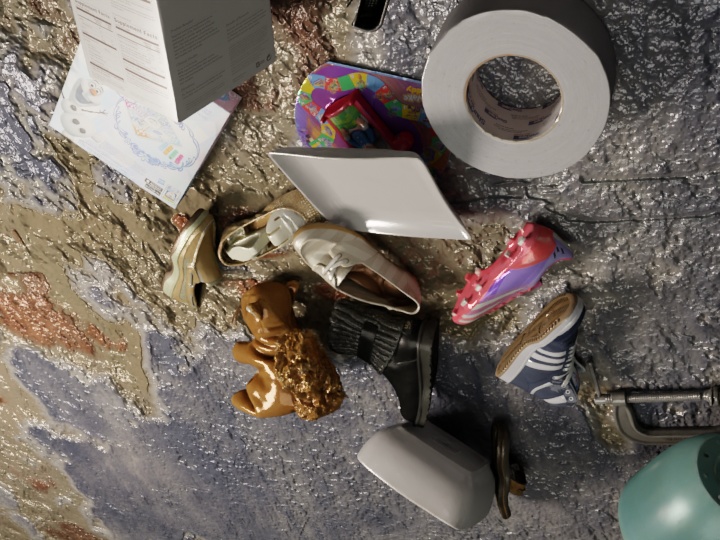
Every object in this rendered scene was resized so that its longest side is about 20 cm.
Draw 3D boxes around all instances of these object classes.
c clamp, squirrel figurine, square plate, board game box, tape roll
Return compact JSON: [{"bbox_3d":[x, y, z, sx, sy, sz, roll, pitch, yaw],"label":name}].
[{"bbox_3d":[0.419,0.190,1.248,0.197,0.027,0.172,-1,132,23],"label":"c clamp"},{"bbox_3d":[-0.102,0.112,1.308,0.199,0.140,0.189,22,125,47],"label":"squirrel figurine"},{"bbox_3d":[0.017,-0.096,1.088,0.197,0.029,0.198,6,158,27],"label":"square plate"},{"bbox_3d":[0.009,-0.158,1.082,0.197,0.039,0.159,14,135,9],"label":"board game box"},{"bbox_3d":[-0.278,-0.202,1.159,0.199,0.044,0.199,34,136,-10],"label":"board game box"},{"bbox_3d":[0.166,-0.197,0.962,0.197,0.067,0.202,12,135,12],"label":"tape roll"}]

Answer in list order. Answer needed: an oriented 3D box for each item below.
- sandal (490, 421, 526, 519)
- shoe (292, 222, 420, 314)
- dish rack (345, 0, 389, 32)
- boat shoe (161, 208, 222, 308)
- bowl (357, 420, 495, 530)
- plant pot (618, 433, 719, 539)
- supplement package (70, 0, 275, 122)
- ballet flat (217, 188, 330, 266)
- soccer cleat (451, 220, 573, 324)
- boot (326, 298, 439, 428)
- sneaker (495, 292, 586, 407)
[{"bbox_3d":[0.233,0.314,1.424,0.054,0.082,0.202,-7,125,-1],"label":"sandal"},{"bbox_3d":[0.000,0.000,1.198,0.198,0.054,0.070,27,119,-21],"label":"shoe"},{"bbox_3d":[-0.048,-0.347,0.919,0.198,0.055,0.154,22,135,3],"label":"dish rack"},{"bbox_3d":[-0.227,-0.011,1.297,0.076,0.072,0.200,37,146,4],"label":"boat shoe"},{"bbox_3d":[0.111,0.291,1.366,0.199,0.199,0.075,30,97,21],"label":"bowl"},{"bbox_3d":[0.468,0.313,1.214,0.198,0.202,0.162,20,139,3],"label":"plant pot"},{"bbox_3d":[-0.197,-0.294,0.934,0.150,0.152,0.202,28,141,28],"label":"supplement package"},{"bbox_3d":[-0.118,-0.050,1.220,0.199,0.066,0.071,-26,118,38],"label":"ballet flat"},{"bbox_3d":[0.186,0.016,1.159,0.076,0.067,0.200,27,133,-11],"label":"soccer cleat"},{"bbox_3d":[0.032,0.133,1.320,0.155,0.080,0.213,9,129,11],"label":"boot"},{"bbox_3d":[0.269,0.110,1.204,0.108,0.070,0.200,31,143,-1],"label":"sneaker"}]
